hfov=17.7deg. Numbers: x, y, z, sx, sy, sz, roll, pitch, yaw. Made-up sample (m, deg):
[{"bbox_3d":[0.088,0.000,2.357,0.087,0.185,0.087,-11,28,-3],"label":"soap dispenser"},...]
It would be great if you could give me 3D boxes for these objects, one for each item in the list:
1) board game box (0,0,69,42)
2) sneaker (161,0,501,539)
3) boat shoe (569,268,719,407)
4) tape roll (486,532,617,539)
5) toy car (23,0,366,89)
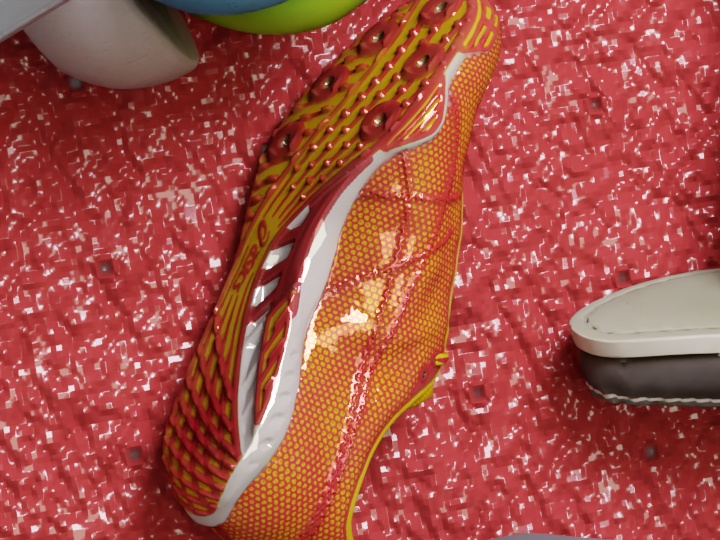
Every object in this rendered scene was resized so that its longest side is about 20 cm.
[{"bbox_3d":[-0.149,-0.152,0.658,0.026,0.200,0.201,-24,93,-36],"label":"board game box"},{"bbox_3d":[0.000,0.000,0.770,0.077,0.073,0.201,30,81,-36],"label":"sneaker"},{"bbox_3d":[0.171,0.032,0.811,0.200,0.072,0.061,-6,111,-11],"label":"boat shoe"},{"bbox_3d":[0.071,0.190,0.771,0.199,0.066,0.202,1,86,-19],"label":"tape roll"},{"bbox_3d":[-0.060,-0.156,0.688,0.175,0.150,0.201,-35,101,6],"label":"toy car"}]
